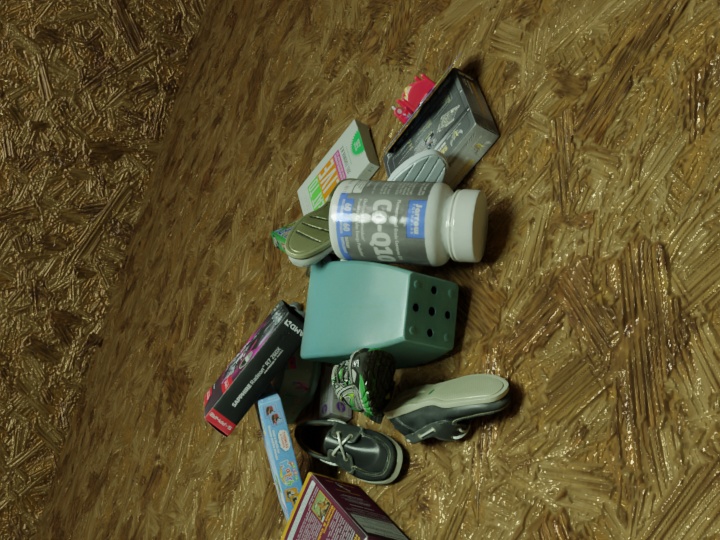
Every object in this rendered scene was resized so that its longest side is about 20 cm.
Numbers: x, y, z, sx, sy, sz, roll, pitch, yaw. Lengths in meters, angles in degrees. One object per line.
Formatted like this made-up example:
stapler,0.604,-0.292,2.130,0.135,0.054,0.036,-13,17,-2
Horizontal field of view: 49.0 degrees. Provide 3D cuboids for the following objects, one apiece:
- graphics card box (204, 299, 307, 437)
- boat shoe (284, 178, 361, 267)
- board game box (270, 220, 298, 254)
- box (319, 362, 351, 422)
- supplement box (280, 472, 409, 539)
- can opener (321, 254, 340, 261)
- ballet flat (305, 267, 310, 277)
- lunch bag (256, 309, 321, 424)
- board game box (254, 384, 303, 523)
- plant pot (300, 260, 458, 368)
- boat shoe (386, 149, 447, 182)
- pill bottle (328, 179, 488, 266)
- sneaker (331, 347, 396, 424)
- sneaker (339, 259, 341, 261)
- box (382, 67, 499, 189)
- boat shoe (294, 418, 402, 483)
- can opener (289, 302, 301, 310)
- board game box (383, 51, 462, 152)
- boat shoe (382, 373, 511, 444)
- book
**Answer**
graphics card box,-0.158,0.142,1.193,0.200,0.051,0.125,-50,12,-1
boat shoe,-0.043,-0.058,1.175,0.200,0.074,0.069,-49,-29,-43
board game box,-0.037,-0.077,1.311,0.134,0.199,0.029,28,140,63
box,-0.038,0.150,1.284,0.041,0.038,0.201,-40,39,45
supplement box,-0.019,0.364,1.047,0.200,0.085,0.111,23,91,63
can opener,-0.038,0.013,1.343,0.200,0.063,0.079,-98,21,-57
ballet flat,-0.044,-0.065,1.448,0.201,0.046,0.067,-60,5,22
lunch bag,-0.121,0.170,1.342,0.200,0.076,0.161,122,152,-55
board game box,-0.122,0.279,1.202,0.151,0.036,0.202,-168,63,-77
plant pot,0.035,0.060,1.100,0.199,0.141,0.143,-10,71,53
boat shoe,0.053,-0.108,1.175,0.200,0.072,0.062,-47,24,27
pill bottle,0.067,-0.064,1.075,0.199,0.114,0.115,4,70,22
sneaker,-0.003,0.150,1.042,0.200,0.085,0.078,89,-158,-65
sneaker,0.000,0.000,1.271,0.201,0.072,0.072,-90,-11,-48
box,0.119,-0.191,1.231,0.200,0.048,0.159,-51,33,32
boat shoe,-0.019,0.254,1.121,0.199,0.067,0.072,7,81,52
can opener,-0.174,0.137,1.549,0.200,0.053,0.067,-48,2,36
board game box,0.085,-0.280,1.273,0.158,0.039,0.200,-55,4,-38
boat shoe,0.114,0.175,0.980,0.072,0.068,0.199,-33,6,-42
book,-0.041,-0.173,1.523,0.200,0.048,0.134,-49,37,30
